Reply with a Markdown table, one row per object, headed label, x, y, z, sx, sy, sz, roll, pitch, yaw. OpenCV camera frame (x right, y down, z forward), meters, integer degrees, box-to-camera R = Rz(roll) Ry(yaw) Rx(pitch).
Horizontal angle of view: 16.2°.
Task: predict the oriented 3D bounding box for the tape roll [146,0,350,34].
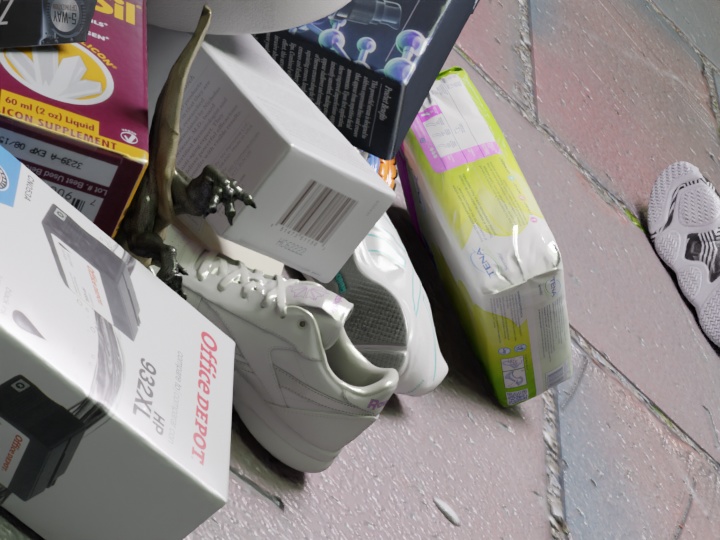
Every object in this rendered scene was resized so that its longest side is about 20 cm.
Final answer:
| label | x | y | z | sx | sy | sz | roll | pitch | yaw |
| --- | --- | --- | --- | --- | --- | --- | --- | --- | --- |
| tape roll | -0.090 | -0.212 | 1.536 | 0.203 | 0.037 | 0.203 | 5 | 38 | -4 |

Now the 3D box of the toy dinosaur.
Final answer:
| label | x | y | z | sx | sy | sz | roll | pitch | yaw |
| --- | --- | --- | --- | --- | --- | --- | --- | --- | --- |
| toy dinosaur | -0.102 | -0.034 | 1.341 | 0.047 | 0.200 | 0.088 | 3 | 31 | -34 |

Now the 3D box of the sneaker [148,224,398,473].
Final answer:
| label | x | y | z | sx | sy | sz | roll | pitch | yaw |
| --- | --- | --- | --- | --- | --- | --- | --- | --- | --- |
| sneaker | -0.062 | 0.021 | 1.442 | 0.200 | 0.100 | 0.075 | 44 | 27 | -12 |

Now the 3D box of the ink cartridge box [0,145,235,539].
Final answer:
| label | x | y | z | sx | sy | sz | roll | pitch | yaw |
| --- | --- | --- | --- | --- | --- | --- | --- | --- | --- |
| ink cartridge box | -0.159 | 0.039 | 1.239 | 0.200 | 0.084 | 0.145 | 41 | 23 | -23 |

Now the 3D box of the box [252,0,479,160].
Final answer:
| label | x | y | z | sx | sy | sz | roll | pitch | yaw |
| --- | --- | --- | --- | --- | --- | --- | --- | --- | --- |
| box | -0.033 | -0.191 | 1.656 | 0.200 | 0.107 | 0.148 | 25 | 65 | 6 |

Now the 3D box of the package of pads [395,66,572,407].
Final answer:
| label | x | y | z | sx | sy | sz | roll | pitch | yaw |
| --- | --- | --- | --- | --- | --- | --- | --- | --- | --- |
| package of pads | 0.085 | -0.027 | 1.773 | 0.155 | 0.068 | 0.200 | 77 | -10 | -55 |

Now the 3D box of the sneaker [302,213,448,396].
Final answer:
| label | x | y | z | sx | sy | sz | roll | pitch | yaw |
| --- | --- | --- | --- | --- | --- | --- | --- | --- | --- |
| sneaker | 0.000 | 0.000 | 1.660 | 0.080 | 0.070 | 0.200 | 32 | 34 | -54 |

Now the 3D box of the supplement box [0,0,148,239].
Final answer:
| label | x | y | z | sx | sy | sz | roll | pitch | yaw |
| --- | --- | --- | --- | --- | --- | --- | --- | --- | --- |
| supplement box | -0.181 | -0.096 | 1.378 | 0.110 | 0.086 | 0.200 | 18 | 32 | -17 |

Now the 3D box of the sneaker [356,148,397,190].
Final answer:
| label | x | y | z | sx | sy | sz | roll | pitch | yaw |
| --- | --- | --- | --- | --- | --- | --- | --- | --- | --- |
| sneaker | -0.034 | -0.121 | 1.776 | 0.078 | 0.075 | 0.200 | 25 | 30 | -41 |

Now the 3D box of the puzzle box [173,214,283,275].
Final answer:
| label | x | y | z | sx | sy | sz | roll | pitch | yaw |
| --- | --- | --- | --- | --- | --- | --- | --- | --- | --- |
| puzzle box | -0.124 | -0.064 | 1.564 | 0.200 | 0.025 | 0.133 | 44 | 22 | -14 |

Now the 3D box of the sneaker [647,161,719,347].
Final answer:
| label | x | y | z | sx | sy | sz | roll | pitch | yaw |
| --- | --- | --- | --- | --- | --- | --- | --- | --- | --- |
| sneaker | 0.337 | -0.003 | 2.319 | 0.115 | 0.075 | 0.200 | 22 | 39 | -51 |

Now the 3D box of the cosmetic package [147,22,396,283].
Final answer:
| label | x | y | z | sx | sy | sz | roll | pitch | yaw |
| --- | --- | --- | --- | --- | --- | --- | --- | --- | --- |
| cosmetic package | -0.078 | -0.088 | 1.501 | 0.101 | 0.071 | 0.200 | 25 | 19 | -47 |

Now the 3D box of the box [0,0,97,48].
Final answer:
| label | x | y | z | sx | sy | sz | roll | pitch | yaw |
| --- | --- | --- | --- | --- | --- | --- | --- | --- | --- |
| box | -0.254 | -0.189 | 1.343 | 0.160 | 0.044 | 0.200 | -9 | 43 | -39 |
